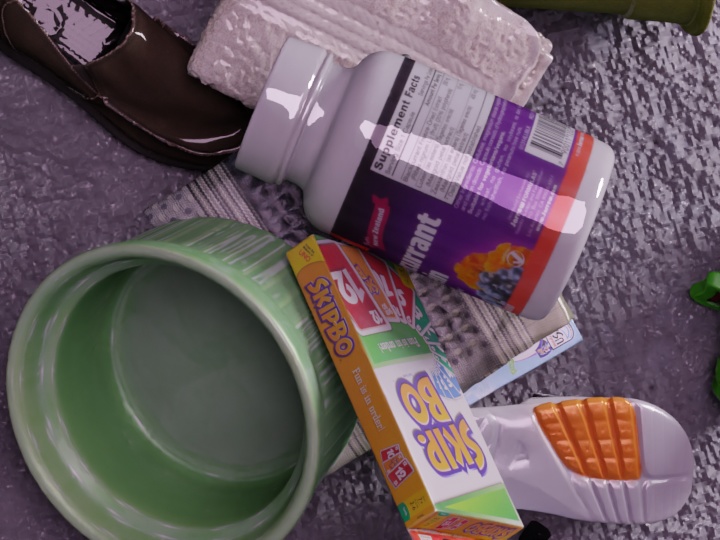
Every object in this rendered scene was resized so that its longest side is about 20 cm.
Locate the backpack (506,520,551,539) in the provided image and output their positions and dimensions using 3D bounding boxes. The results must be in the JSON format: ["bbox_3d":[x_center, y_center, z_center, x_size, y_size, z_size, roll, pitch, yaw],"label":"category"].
[{"bbox_3d":[0.070,0.238,1.506,0.154,0.190,0.201,6,80,-14],"label":"backpack"}]

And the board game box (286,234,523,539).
[{"bbox_3d":[0.028,0.075,1.446,0.095,0.030,0.200,17,46,-54],"label":"board game box"}]

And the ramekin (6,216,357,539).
[{"bbox_3d":[-0.096,0.066,1.491,0.200,0.200,0.098,54,30,-1],"label":"ramekin"}]

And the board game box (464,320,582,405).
[{"bbox_3d":[0.034,-0.010,1.619,0.134,0.034,0.200,-29,89,-17],"label":"board game box"}]

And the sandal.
[{"bbox_3d":[0.105,0.111,1.602,0.206,0.059,0.079,4,96,-12],"label":"sandal"}]

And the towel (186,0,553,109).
[{"bbox_3d":[0.008,-0.130,1.560,0.200,0.034,0.133,26,102,-16],"label":"towel"}]

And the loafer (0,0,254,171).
[{"bbox_3d":[-0.144,-0.125,1.571,0.200,0.071,0.073,27,75,-9],"label":"loafer"}]

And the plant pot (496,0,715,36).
[{"bbox_3d":[0.112,-0.238,1.616,0.189,0.200,0.201,-6,82,-3],"label":"plant pot"}]

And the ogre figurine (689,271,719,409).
[{"bbox_3d":[0.273,0.015,1.636,0.098,0.120,0.201,0,82,-19],"label":"ogre figurine"}]

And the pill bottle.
[{"bbox_3d":[0.034,-0.058,1.474,0.199,0.111,0.112,23,75,0],"label":"pill bottle"}]

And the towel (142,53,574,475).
[{"bbox_3d":[0.000,0.000,1.547,0.192,0.035,0.200,-32,91,0],"label":"towel"}]
